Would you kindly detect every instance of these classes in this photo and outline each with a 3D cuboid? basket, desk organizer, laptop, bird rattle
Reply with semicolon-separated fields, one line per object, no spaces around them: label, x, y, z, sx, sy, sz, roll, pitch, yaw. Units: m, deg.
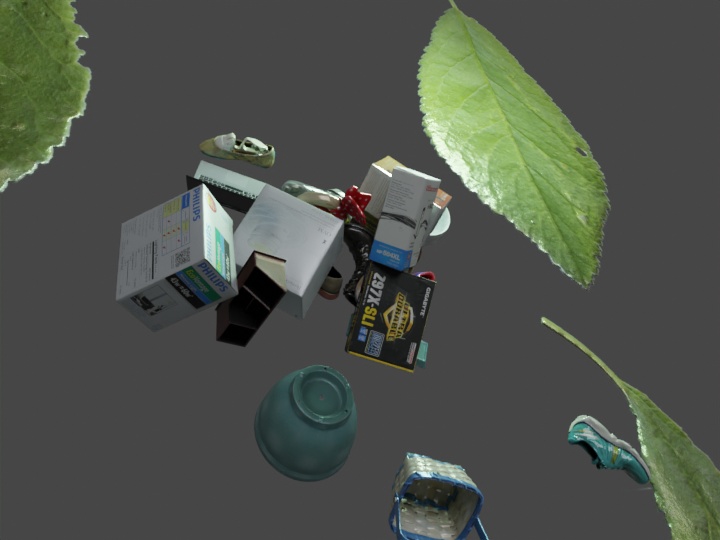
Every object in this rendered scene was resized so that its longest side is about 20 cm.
basket;0.137;0.428;1.132;0.172;0.143;0.200;19;13;-9
desk organizer;-0.216;0.059;1.257;0.070;0.201;0.079;16;44;-28
laptop;-0.308;-0.211;1.530;0.182;0.117;0.203;19;44;-11
bird rattle;-0.074;-0.124;1.447;0.159;0.199;0.116;14;72;-18

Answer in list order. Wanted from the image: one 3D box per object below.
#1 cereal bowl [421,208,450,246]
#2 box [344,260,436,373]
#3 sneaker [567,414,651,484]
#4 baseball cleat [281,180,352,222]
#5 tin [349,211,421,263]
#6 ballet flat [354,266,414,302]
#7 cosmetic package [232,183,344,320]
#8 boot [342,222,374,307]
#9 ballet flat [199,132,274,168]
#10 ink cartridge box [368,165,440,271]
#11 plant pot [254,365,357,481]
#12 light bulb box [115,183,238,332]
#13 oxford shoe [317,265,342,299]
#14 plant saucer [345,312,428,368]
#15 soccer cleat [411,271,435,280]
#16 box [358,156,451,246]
cereal bowl;0.137;-0.140;1.721;0.194;0.084;0.204;15;44;-14
box;0.065;0.100;1.401;0.155;0.049;0.206;17;83;-9
sneaker;0.553;0.415;1.444;0.198;0.078;0.080;35;62;14
baseball cleat;-0.109;-0.183;1.655;0.197;0.070;0.108;29;35;-14
tin;0.062;-0.078;1.610;0.197;0.114;0.042;33;4;4
ballet flat;0.060;0.016;1.472;0.199;0.066;0.069;-38;100;-46
cosmetic package;-0.164;-0.040;1.379;0.195;0.124;0.203;24;65;9
boot;0.000;0.000;1.512;0.199;0.069;0.175;43;43;-9
ballet flat;-0.315;-0.318;1.664;0.194;0.071;0.072;11;45;-18
ink cartridge box;0.099;-0.115;1.411;0.082;0.206;0.146;20;12;16
plant pot;-0.087;0.262;1.189;0.195;0.136;0.204;14;44;-14
light bulb box;-0.354;-0.024;1.251;0.195;0.125;0.202;-22;51;11
oxford shoe;-0.113;-0.025;1.487;0.199;0.076;0.070;40;44;11
plant saucer;0.064;0.155;1.455;0.195;0.019;0.071;23;43;-6
soccer cleat;0.109;0.059;1.511;0.069;0.072;0.200;58;39;-8
box;0.105;-0.172;1.566;0.197;0.108;0.152;33;23;6
